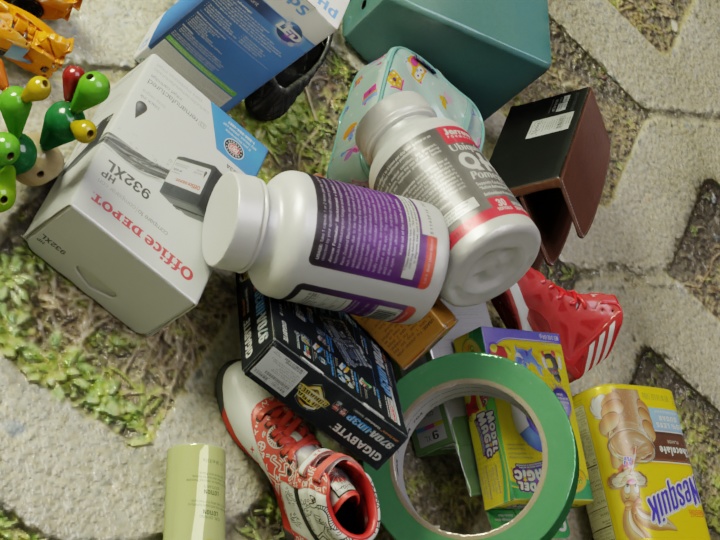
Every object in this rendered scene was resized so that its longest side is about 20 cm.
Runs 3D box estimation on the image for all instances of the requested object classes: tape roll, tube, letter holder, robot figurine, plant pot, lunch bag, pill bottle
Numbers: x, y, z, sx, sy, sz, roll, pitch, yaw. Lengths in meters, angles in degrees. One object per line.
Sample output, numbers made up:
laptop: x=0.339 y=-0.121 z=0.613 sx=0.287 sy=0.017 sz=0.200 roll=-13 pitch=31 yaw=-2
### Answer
tape roll: x=0.103 y=0.178 z=1.537 sx=0.048 sy=0.199 sz=0.202 roll=55 pitch=22 yaw=-70
tube: x=-0.137 y=0.246 z=1.376 sx=0.057 sy=0.052 sz=0.202 roll=0 pitch=68 yaw=1
letter holder: x=0.213 y=-0.082 z=1.803 sx=0.143 sy=0.100 sz=0.200 roll=64 pitch=29 yaw=-25
robot figurine: x=-0.337 y=-0.261 z=1.447 sx=0.199 sy=0.058 sz=0.146 roll=31 pitch=49 yaw=-29
plant pot: x=0.085 y=-0.278 z=1.807 sx=0.199 sy=0.141 sz=0.142 roll=18 pitch=56 yaw=-27
lunch bag: x=0.056 y=-0.127 z=1.734 sx=0.160 sy=0.077 sz=0.201 roll=35 pitch=49 yaw=-24
pill bottle: x=-0.032 y=-0.024 z=1.441 sx=0.198 sy=0.111 sz=0.112 roll=13 pitch=59 yaw=-26
pill bottle: x=0.076 y=-0.073 z=1.565 sx=0.110 sy=0.111 sz=0.201 roll=0 pitch=46 yaw=-43

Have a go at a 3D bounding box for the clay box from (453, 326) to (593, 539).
clay box: x=0.162 y=0.159 z=1.616 sx=0.114 sy=0.047 sz=0.202 roll=6 pitch=64 yaw=-40

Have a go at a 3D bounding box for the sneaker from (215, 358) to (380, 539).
sneaker: x=-0.050 y=0.159 z=1.452 sx=0.067 sy=0.108 sz=0.203 roll=-22 pitch=85 yaw=-35

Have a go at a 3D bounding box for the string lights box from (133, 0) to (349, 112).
string lights box: x=-0.111 y=-0.227 z=1.540 sx=0.103 sy=0.199 sz=0.059 roll=40 pitch=46 yaw=-21

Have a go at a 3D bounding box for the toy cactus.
toy cactus: x=-0.287 y=-0.098 z=1.362 sx=0.102 sy=0.200 sz=0.165 roll=42 pitch=2 yaw=3

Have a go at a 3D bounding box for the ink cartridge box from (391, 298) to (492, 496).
ink cartridge box: x=0.098 y=0.129 z=1.650 sx=0.103 sy=0.059 sz=0.202 roll=-1 pitch=70 yaw=-44

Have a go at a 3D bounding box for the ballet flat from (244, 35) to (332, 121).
ballet flat: x=-0.061 y=-0.224 z=1.691 sx=0.066 sy=0.057 sz=0.201 roll=42 pitch=46 yaw=-20

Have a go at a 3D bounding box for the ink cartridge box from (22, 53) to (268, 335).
ink cartridge box: x=-0.186 y=-0.068 z=1.468 sx=0.145 sy=0.083 sz=0.201 roll=40 pitch=47 yaw=-21

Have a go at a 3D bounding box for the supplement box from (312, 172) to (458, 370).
supplement box: x=0.000 y=0.000 z=1.571 sx=0.200 sy=0.069 sz=0.067 roll=44 pitch=14 yaw=7

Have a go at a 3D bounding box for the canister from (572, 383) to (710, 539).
canister: x=0.298 y=0.229 z=1.769 sx=0.148 sy=0.086 sz=0.202 roll=8 pitch=62 yaw=-41

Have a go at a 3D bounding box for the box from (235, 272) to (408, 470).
box: x=-0.038 y=0.071 z=1.496 sx=0.159 sy=0.046 sz=0.200 roll=38 pitch=17 yaw=-22

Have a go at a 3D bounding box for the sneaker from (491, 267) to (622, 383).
sneaker: x=0.202 y=0.025 z=1.736 sx=0.115 sy=0.078 sz=0.201 roll=-29 pitch=121 yaw=-8
